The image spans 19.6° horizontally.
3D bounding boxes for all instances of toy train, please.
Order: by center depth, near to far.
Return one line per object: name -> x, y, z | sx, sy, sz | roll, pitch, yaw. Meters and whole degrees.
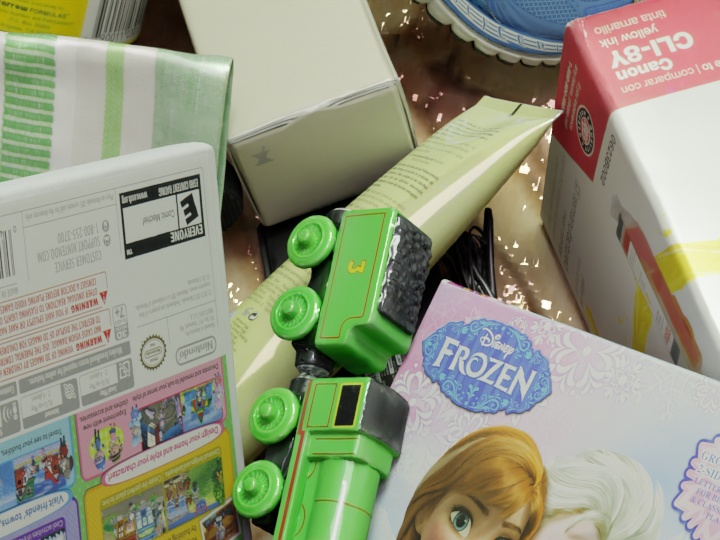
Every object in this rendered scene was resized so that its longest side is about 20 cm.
toy train -> -0.013, 0.068, 0.775 | 0.056, 0.042, 0.201 | -4, 65, 34

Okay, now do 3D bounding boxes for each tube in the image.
tube -> 0.000, 0.000, 0.859 | 0.058, 0.052, 0.200 | 39, 79, 27

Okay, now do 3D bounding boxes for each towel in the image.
towel -> -0.157, -0.025, 0.869 | 0.199, 0.154, 0.023 | 8, 16, 5

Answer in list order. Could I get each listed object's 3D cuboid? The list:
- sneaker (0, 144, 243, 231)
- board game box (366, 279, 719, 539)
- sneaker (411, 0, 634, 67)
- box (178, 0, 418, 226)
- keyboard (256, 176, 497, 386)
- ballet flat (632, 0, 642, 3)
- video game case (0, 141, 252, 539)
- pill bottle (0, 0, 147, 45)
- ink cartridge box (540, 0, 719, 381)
sneaker -> -0.146, -0.064, 0.920 | 0.199, 0.070, 0.082 | 8, 58, 2
board game box -> 0.059, 0.121, 0.727 | 0.200, 0.041, 0.200 | 20, 82, 49
sneaker -> 0.050, -0.158, 0.906 | 0.199, 0.089, 0.079 | 23, 38, -33
box -> -0.040, -0.125, 0.940 | 0.082, 0.069, 0.201 | -19, 56, 1
keyboard -> 0.022, 0.046, 0.879 | 0.103, 0.040, 0.201 | -18, 56, 8
ballet flat -> 0.194, -0.164, 0.988 | 0.067, 0.046, 0.200 | 38, 67, 22
video game case -> -0.101, 0.060, 0.699 | 0.022, 0.200, 0.183 | -1, 100, 29
pill bottle -> -0.129, -0.186, 0.891 | 0.109, 0.201, 0.109 | 15, 21, -6
ink cartridge box -> 0.146, 0.010, 0.828 | 0.083, 0.145, 0.201 | -15, 60, -10
